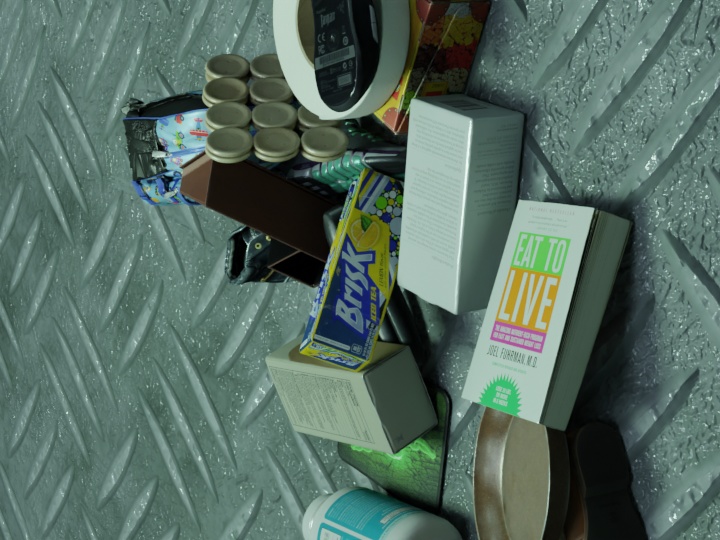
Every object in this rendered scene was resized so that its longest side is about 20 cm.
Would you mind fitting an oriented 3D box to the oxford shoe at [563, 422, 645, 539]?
[{"bbox_3d":[0.222,0.248,1.475,0.071,0.071,0.201,151,117,-61],"label":"oxford shoe"}]

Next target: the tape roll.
[{"bbox_3d":[-0.023,-0.255,1.598,0.203,0.037,0.204,15,108,52],"label":"tape roll"}]

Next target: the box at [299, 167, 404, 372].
[{"bbox_3d":[0.000,0.000,1.641,0.064,0.070,0.201,134,155,-69],"label":"box"}]

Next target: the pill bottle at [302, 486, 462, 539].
[{"bbox_3d":[0.018,0.305,1.739,0.200,0.110,0.111,13,108,54],"label":"pill bottle"}]

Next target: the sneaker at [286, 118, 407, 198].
[{"bbox_3d":[-0.002,-0.136,1.709,0.200,0.074,0.088,-4,66,43],"label":"sneaker"}]

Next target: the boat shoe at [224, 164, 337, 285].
[{"bbox_3d":[-0.095,-0.058,1.837,0.071,0.091,0.201,53,137,35],"label":"boat shoe"}]

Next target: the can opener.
[{"bbox_3d":[0.018,0.019,1.722,0.063,0.078,0.201,-21,93,63],"label":"can opener"}]

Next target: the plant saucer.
[{"bbox_3d":[0.158,0.202,1.515,0.200,0.034,0.201,-176,90,-73],"label":"plant saucer"}]

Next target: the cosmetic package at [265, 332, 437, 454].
[{"bbox_3d":[-0.012,0.134,1.745,0.200,0.071,0.106,7,122,54],"label":"cosmetic package"}]

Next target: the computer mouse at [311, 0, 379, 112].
[{"bbox_3d":[0.005,-0.259,1.496,0.140,0.046,0.201,-18,78,50],"label":"computer mouse"}]

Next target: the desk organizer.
[{"bbox_3d":[-0.105,-0.057,1.732,0.072,0.200,0.077,-26,48,46],"label":"desk organizer"}]

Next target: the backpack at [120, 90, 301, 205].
[{"bbox_3d":[-0.161,-0.148,1.836,0.200,0.182,0.135,0,97,51],"label":"backpack"}]

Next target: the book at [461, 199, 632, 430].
[{"bbox_3d":[0.169,0.038,1.460,0.133,0.048,0.201,12,86,59],"label":"book"}]

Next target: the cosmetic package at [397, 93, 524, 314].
[{"bbox_3d":[0.099,-0.069,1.570,0.101,0.071,0.201,28,119,49],"label":"cosmetic package"}]

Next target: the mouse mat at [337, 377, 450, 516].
[{"bbox_3d":[0.034,0.179,1.779,0.200,0.008,0.162,29,120,50],"label":"mouse mat"}]

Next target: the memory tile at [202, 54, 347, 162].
[{"bbox_3d":[-0.095,-0.178,1.702,0.200,0.153,0.017,-97,7,-50],"label":"memory tile"}]

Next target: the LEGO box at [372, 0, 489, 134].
[{"bbox_3d":[0.030,-0.257,1.623,0.200,0.077,0.149,47,133,39],"label":"LEGO box"}]

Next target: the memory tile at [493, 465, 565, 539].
[{"bbox_3d":[0.181,0.299,1.584,0.153,0.017,0.201,1,99,56],"label":"memory tile"}]
